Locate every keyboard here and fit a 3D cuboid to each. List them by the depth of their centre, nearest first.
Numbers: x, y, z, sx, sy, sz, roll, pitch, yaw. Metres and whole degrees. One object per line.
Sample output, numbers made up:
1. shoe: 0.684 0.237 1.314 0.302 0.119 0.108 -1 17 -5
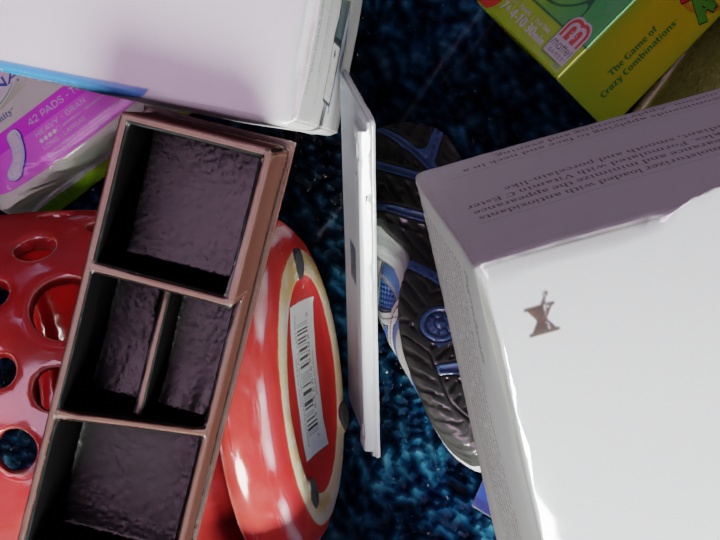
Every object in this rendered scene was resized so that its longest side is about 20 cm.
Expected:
1. keyboard: 0.000 0.000 0.953 0.011 0.056 0.201 -5 123 -7

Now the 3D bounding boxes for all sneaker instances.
1. sneaker: 0.047 0.019 0.951 0.075 0.077 0.201 -12 53 -5

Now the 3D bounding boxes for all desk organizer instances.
1. desk organizer: -0.089 0.033 0.823 0.071 0.077 0.201 14 95 2

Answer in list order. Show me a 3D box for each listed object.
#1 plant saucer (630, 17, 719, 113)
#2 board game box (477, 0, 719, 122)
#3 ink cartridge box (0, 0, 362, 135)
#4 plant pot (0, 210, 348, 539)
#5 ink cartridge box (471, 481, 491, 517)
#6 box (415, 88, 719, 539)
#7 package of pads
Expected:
1. plant saucer: 0.227 -0.031 0.950 0.200 0.048 0.200 38 95 16
2. board game box: 0.161 -0.176 0.956 0.200 0.048 0.102 -46 36 8
3. ink cartridge box: -0.082 -0.118 0.903 0.146 0.200 0.086 11 95 4
4. plant pot: -0.111 0.065 0.958 0.182 0.200 0.202 -5 83 13
5. ink cartridge box: 0.124 0.065 0.939 0.099 0.039 0.201 28 113 19
6. box: 0.147 0.040 0.807 0.198 0.131 0.201 -15 111 -4
7. package of pads: -0.153 -0.144 1.057 0.200 0.068 0.155 -35 78 9
